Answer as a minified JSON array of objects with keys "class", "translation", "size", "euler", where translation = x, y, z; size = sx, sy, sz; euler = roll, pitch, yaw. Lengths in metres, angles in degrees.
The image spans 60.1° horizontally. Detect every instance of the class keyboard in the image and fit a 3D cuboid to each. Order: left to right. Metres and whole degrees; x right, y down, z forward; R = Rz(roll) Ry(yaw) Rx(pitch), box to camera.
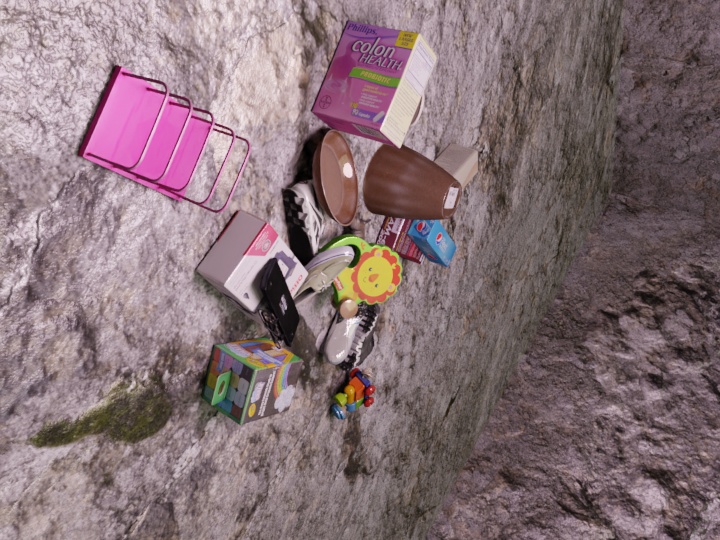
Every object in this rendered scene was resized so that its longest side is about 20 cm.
[{"class":"keyboard","translation":[-0.169,0.073,1.220],"size":[0.201,0.039,0.105],"euler":[75,25,-47]}]

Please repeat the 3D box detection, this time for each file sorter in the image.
[{"class":"file sorter","translation":[-0.280,-0.185,0.936],"size":[0.200,0.125,0.140],"euler":[26,87,-60]}]

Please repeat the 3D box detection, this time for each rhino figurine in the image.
[{"class":"rhino figurine","translation":[-0.023,-0.063,1.487],"size":[0.087,0.059,0.202],"euler":[-9,119,-49]}]

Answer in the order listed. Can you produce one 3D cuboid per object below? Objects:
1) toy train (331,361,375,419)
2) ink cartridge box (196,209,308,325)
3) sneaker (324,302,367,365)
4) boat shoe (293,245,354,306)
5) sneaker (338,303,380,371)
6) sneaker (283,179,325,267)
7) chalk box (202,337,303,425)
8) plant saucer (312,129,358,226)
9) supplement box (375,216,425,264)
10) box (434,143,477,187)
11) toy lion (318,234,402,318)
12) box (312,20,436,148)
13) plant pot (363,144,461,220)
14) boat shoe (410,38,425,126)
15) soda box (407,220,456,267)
[{"class":"toy train","translation":[-0.025,0.326,1.700],"size":[0.115,0.085,0.201],"euler":[-33,151,-25]},{"class":"ink cartridge box","translation":[-0.204,0.003,1.219],"size":[0.146,0.084,0.200],"euler":[-57,149,-15]},{"class":"sneaker","translation":[-0.041,0.147,1.606],"size":[0.202,0.071,0.072],"euler":[-65,-176,-16]},{"class":"boat shoe","translation":[-0.092,0.019,1.325],"size":[0.199,0.063,0.072],"euler":[-32,151,20]},{"class":"sneaker","translation":[0.007,0.178,1.695],"size":[0.090,0.066,0.202],"euler":[10,104,-62]},{"class":"sneaker","translation":[-0.104,-0.098,1.324],"size":[0.088,0.074,0.202],"euler":[-37,138,-38]},{"class":"chalk box","translation":[-0.236,0.225,1.279],"size":[0.199,0.123,0.126],"euler":[1,109,-57]},{"class":"plant saucer","translation":[-0.056,-0.193,1.318],"size":[0.200,0.036,0.203],"euler":[-6,90,-69]},{"class":"supplement box","translation":[0.125,-0.089,1.707],"size":[0.199,0.060,0.110],"euler":[20,92,-61]},{"class":"box","translation":[0.243,-0.264,1.752],"size":[0.200,0.094,0.078],"euler":[-47,144,-29]},{"class":"toy lion","translation":[0.000,0.000,1.442],"size":[0.191,0.069,0.201],"euler":[-34,118,-12]},{"class":"box","translation":[0.028,-0.374,1.251],"size":[0.096,0.175,0.202],"euler":[23,90,-60]},{"class":"plant pot","translation":[0.139,-0.200,1.521],"size":[0.186,0.199,0.189],"euler":[-35,136,-42]},{"class":"boat shoe","translation":[0.111,-0.440,1.450],"size":[0.059,0.071,0.202],"euler":[-15,118,-46]},{"class":"soda box","translation":[0.200,-0.081,1.710],"size":[0.068,0.064,0.200],"euler":[-64,150,-10]}]
